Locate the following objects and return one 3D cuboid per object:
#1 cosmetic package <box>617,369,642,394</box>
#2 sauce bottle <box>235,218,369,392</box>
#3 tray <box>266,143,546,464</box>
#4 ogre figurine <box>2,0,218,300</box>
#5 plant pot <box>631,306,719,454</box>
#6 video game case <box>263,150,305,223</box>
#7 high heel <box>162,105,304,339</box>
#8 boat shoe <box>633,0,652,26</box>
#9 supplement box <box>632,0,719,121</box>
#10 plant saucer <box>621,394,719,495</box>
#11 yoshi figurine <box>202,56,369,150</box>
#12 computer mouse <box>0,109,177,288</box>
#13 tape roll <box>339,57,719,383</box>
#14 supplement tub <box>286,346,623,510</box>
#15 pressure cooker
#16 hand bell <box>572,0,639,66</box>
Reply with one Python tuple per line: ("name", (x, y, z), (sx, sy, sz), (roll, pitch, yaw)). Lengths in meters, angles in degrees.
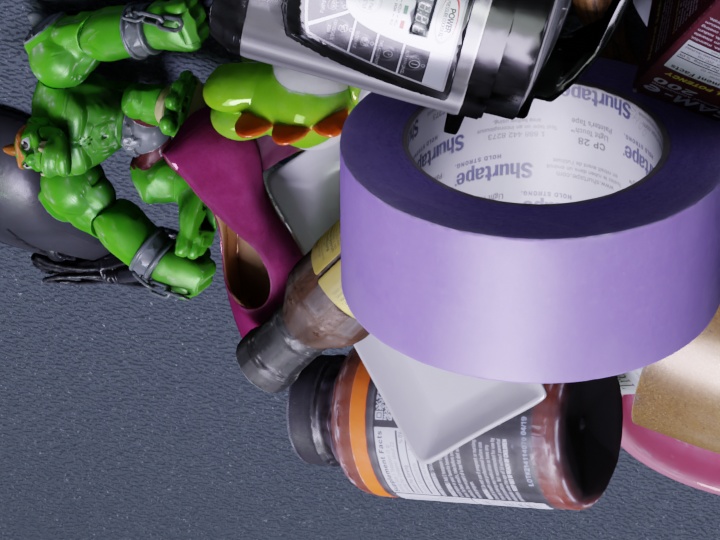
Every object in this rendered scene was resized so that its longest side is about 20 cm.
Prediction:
("cosmetic package", (0.096, 0.011, 1.738), (0.150, 0.052, 0.200), (-2, 148, 35))
("sauce bottle", (0.000, 0.000, 1.626), (0.065, 0.065, 0.200), (29, 129, -26))
("tray", (0.030, 0.007, 1.661), (0.107, 0.022, 0.201), (-32, 85, 34))
("ogre figurine", (-0.144, -0.080, 1.680), (0.119, 0.098, 0.200), (15, 146, 22))
("plant pot", (0.281, 0.046, 1.553), (0.199, 0.187, 0.187), (27, 155, 15))
("video game case", (0.032, -0.049, 1.737), (0.199, 0.022, 0.182), (22, 152, -11))
("high heel", (-0.083, -0.017, 1.658), (0.067, 0.096, 0.201), (34, 138, 37))
("boat shoe", (0.237, -0.110, 1.488), (0.200, 0.074, 0.067), (33, 117, -22))
("supplement box", (0.205, -0.163, 1.344), (0.061, 0.109, 0.200), (20, 153, -13))
("plant saucer", (0.261, 0.090, 1.849), (0.200, 0.051, 0.201), (12, 152, 7))
("yoshi figurine", (0.012, -0.121, 1.565), (0.199, 0.113, 0.112), (-5, -175, 10))
("computer mouse", (-0.207, -0.034, 1.849), (0.138, 0.053, 0.200), (-2, 148, 32))
("tape roll", (0.088, -0.031, 1.424), (0.199, 0.200, 0.085), (8, 123, 13))
("supplement tub", (0.056, 0.091, 1.739), (0.199, 0.107, 0.107), (2, 150, 29))
("pressure cooker", (0.039, -0.168, 1.353), (0.199, 0.179, 0.176), (16, 171, -1))
("hand bell", (0.140, -0.113, 1.520), (0.104, 0.104, 0.200), (2, 138, 24))
